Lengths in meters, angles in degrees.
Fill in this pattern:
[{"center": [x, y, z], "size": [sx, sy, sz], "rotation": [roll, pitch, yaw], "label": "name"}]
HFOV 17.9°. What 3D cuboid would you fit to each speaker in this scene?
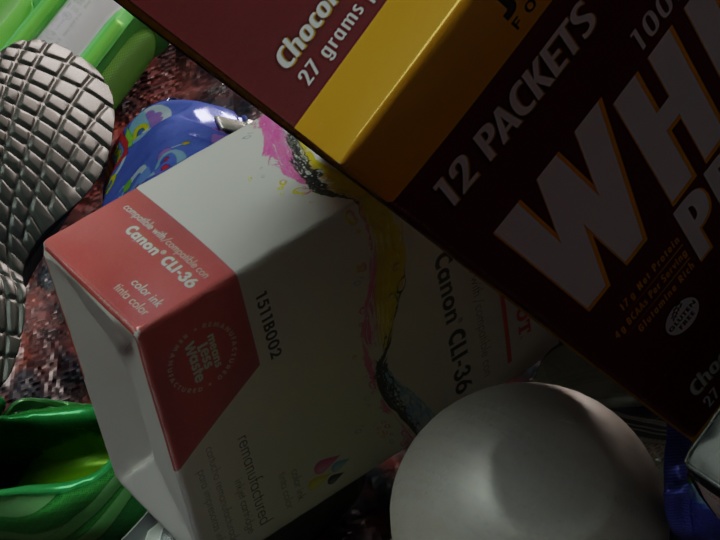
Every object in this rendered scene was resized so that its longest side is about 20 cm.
[{"center": [-0.164, -0.085, 1.104], "size": [0.088, 0.089, 0.200], "rotation": [7, 49, 35], "label": "speaker"}]

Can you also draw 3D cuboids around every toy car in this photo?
[{"center": [0.045, 0.145, 0.689], "size": [0.150, 0.175, 0.200], "rotation": [36, 63, 11], "label": "toy car"}]

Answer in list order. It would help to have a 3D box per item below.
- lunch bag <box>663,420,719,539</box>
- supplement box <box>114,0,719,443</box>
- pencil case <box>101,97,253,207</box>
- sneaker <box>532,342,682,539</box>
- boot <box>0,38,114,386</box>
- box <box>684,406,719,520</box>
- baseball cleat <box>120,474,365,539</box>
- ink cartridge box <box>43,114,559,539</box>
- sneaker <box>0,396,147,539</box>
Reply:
[{"center": [0.168, 0.000, 0.664], "size": [0.150, 0.094, 0.201], "rotation": [-7, 53, 23], "label": "lunch bag"}, {"center": [0.030, -0.082, 0.617], "size": [0.133, 0.200, 0.197], "rotation": [-53, 49, 2], "label": "supplement box"}, {"center": [-0.070, -0.013, 0.924], "size": [0.087, 0.078, 0.200], "rotation": [-49, 13, 11], "label": "pencil case"}, {"center": [0.148, 0.066, 0.775], "size": [0.199, 0.078, 0.087], "rotation": [-13, 47, 31], "label": "sneaker"}, {"center": [-0.180, 0.000, 0.983], "size": [0.131, 0.067, 0.201], "rotation": [-38, 27, 47], "label": "boot"}, {"center": [0.201, 0.016, 0.568], "size": [0.159, 0.046, 0.200], "rotation": [32, 82, 29], "label": "box"}, {"center": [-0.072, 0.137, 0.830], "size": [0.199, 0.070, 0.107], "rotation": [-32, 53, 0], "label": "baseball cleat"}, {"center": [0.000, 0.000, 0.800], "size": [0.199, 0.117, 0.067], "rotation": [-32, 44, -21], "label": "ink cartridge box"}, {"center": [-0.153, 0.087, 0.905], "size": [0.199, 0.084, 0.074], "rotation": [-19, 39, 11], "label": "sneaker"}]
